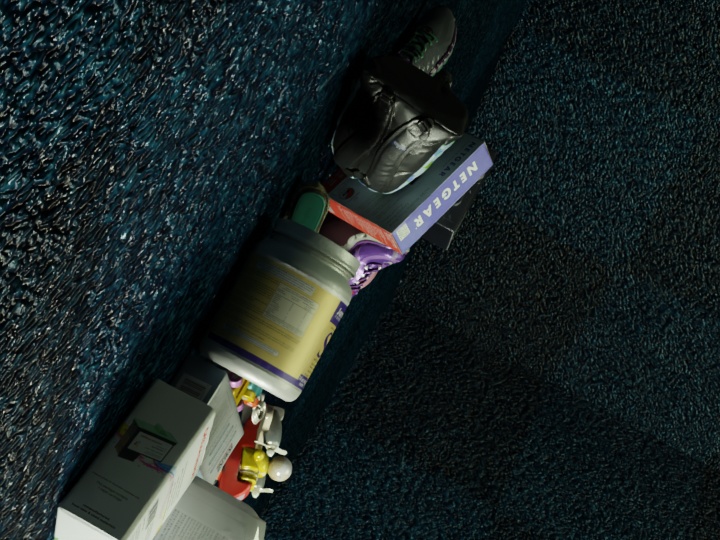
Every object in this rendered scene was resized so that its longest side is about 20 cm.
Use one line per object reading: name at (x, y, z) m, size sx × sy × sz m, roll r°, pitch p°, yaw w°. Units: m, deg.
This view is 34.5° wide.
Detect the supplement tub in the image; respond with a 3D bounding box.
supplement tub at (-0.100, 0.050, 1.483) m, size 0.200 × 0.145 × 0.145 m, roll -61°, pitch 174°, yaw -7°

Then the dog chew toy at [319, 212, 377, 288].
dog chew toy at (-0.017, -0.051, 1.933) m, size 0.200 × 0.124 × 0.125 m, roll -68°, pitch -179°, yaw -56°

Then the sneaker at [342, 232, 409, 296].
sneaker at (0.000, 0.000, 1.758) m, size 0.200 × 0.080 × 0.084 m, roll -22°, pitch -124°, yaw 49°

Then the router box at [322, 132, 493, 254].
router box at (0.064, -0.138, 1.709) m, size 0.200 × 0.179 × 0.049 m, roll -45°, pitch 135°, yaw -15°

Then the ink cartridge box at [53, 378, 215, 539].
ink cartridge box at (-0.255, 0.244, 1.310) m, size 0.200 × 0.084 × 0.145 m, roll -57°, pitch 172°, yaw -42°

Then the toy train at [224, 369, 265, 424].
toy train at (-0.195, 0.202, 1.731) m, size 0.200 × 0.055 × 0.151 m, roll -42°, pitch 146°, yaw -68°

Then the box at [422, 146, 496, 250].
box at (0.120, -0.172, 2.147) m, size 0.182 × 0.200 × 0.104 m, roll -61°, pitch 174°, yaw -18°

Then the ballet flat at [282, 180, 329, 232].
ballet flat at (-0.095, -0.033, 1.600) m, size 0.075 × 0.068 × 0.201 m, roll -99°, pitch -148°, yaw -73°

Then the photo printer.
photo printer at (-0.226, 0.335, 1.427) m, size 0.167 × 0.200 × 0.069 m, roll -62°, pitch 174°, yaw -11°

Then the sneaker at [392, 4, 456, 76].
sneaker at (0.088, -0.329, 1.776) m, size 0.200 × 0.074 × 0.088 m, roll -61°, pitch 169°, yaw -9°

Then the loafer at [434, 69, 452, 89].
loafer at (0.126, -0.323, 2.200) m, size 0.200 × 0.073 × 0.072 m, roll -54°, pitch -167°, yaw 57°

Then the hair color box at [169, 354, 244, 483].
hair color box at (-0.209, 0.201, 1.505) m, size 0.099 × 0.060 × 0.200 m, roll -59°, pitch 164°, yaw -26°

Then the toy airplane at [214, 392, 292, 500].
toy airplane at (-0.181, 0.322, 2.072) m, size 0.200 × 0.141 × 0.200 m, roll -63°, pitch 174°, yaw 5°

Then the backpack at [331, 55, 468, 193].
backpack at (0.043, -0.193, 1.604) m, size 0.200 × 0.163 × 0.154 m, roll -56°, pitch -177°, yaw 41°
